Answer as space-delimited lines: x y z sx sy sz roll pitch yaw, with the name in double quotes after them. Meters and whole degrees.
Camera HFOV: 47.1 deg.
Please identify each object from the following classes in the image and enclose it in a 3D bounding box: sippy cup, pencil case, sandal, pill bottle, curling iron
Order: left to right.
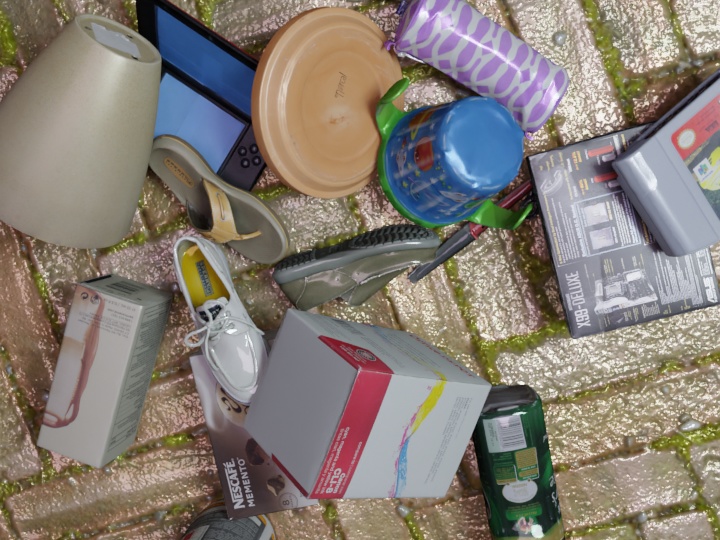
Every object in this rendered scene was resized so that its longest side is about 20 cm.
-0.170 -0.072 0.941 0.200 0.054 0.080 41 130 -7 "sandal"
-0.170 0.353 0.948 0.115 0.200 0.118 1 97 6 "pill bottle"
0.102 -0.120 0.870 0.176 0.130 0.141 6 84 -19 "sippy cup"
0.126 -0.226 0.884 0.199 0.084 0.086 29 101 -10 "pencil case"
0.140 -0.042 0.951 0.199 0.026 0.050 -32 90 9 "curling iron"

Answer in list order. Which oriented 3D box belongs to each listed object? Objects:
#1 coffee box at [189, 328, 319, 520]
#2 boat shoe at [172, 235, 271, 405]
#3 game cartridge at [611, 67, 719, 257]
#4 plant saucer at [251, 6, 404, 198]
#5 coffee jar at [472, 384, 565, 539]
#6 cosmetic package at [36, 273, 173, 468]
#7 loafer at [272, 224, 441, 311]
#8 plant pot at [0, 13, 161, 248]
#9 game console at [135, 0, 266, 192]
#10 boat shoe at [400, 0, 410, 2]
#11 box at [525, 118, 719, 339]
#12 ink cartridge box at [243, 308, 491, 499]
-0.118 0.179 0.980 0.112 0.080 0.202 -11 95 7 "coffee box"
-0.155 0.050 0.897 0.074 0.086 0.203 -23 77 5 "boat shoe"
0.354 -0.111 0.816 0.200 0.041 0.133 -40 104 -13 "game cartridge"
-0.026 -0.176 0.881 0.032 0.199 0.202 17 102 47 "plant saucer"
0.180 0.239 0.945 0.085 0.104 0.202 -10 97 3 "coffee jar"
-0.302 0.115 0.981 0.087 0.103 0.202 17 97 5 "cosmetic package"
0.000 0.000 0.956 0.198 0.075 0.070 -14 108 12 "loafer"
-0.294 -0.159 0.877 0.187 0.187 0.201 35 115 1 "plant pot"
-0.191 -0.183 0.922 0.199 0.119 0.173 34 99 1 "game console"
0.014 -0.342 0.910 0.200 0.074 0.064 10 68 12 "boat shoe"
0.273 -0.043 0.865 0.156 0.050 0.202 -15 94 9 "box"
0.009 0.146 0.885 0.199 0.145 0.146 13 103 -40 "ink cartridge box"
